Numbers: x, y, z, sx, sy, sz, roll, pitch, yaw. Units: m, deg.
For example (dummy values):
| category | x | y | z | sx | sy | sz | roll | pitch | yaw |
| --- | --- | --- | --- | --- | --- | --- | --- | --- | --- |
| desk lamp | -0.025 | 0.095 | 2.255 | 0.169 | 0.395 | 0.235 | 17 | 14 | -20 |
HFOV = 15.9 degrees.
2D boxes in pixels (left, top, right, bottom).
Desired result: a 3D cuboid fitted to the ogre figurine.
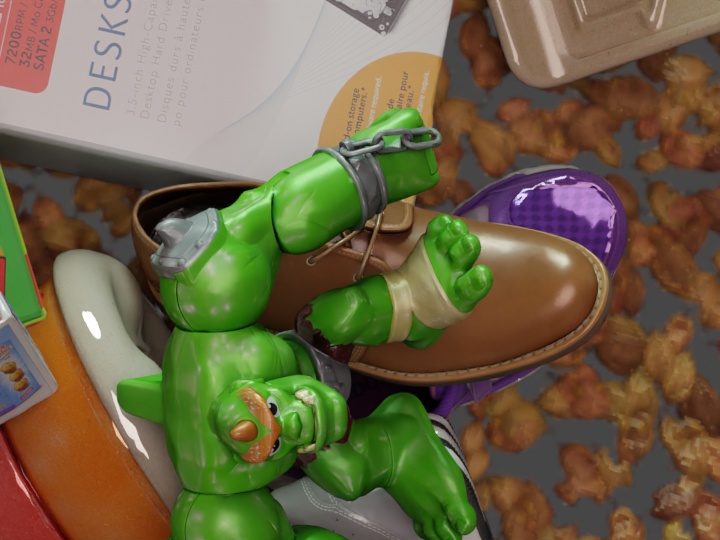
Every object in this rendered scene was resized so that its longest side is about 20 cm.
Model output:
| category | x | y | z | sx | sy | sz | roll | pitch | yaw |
| --- | --- | --- | --- | --- | --- | --- | --- | --- | --- |
| ogre figurine | -0.020 | 0.048 | 0.963 | 0.120 | 0.098 | 0.200 | -8 | 120 | -30 |

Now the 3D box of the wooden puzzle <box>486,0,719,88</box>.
| category | x | y | z | sx | sy | sz | roll | pitch | yaw |
| --- | --- | --- | --- | --- | --- | --- | --- | --- | --- |
| wooden puzzle | 0.138 | -0.194 | 1.136 | 0.200 | 0.046 | 0.185 | -18 | 87 | 9 |

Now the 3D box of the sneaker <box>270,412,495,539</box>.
| category | x | y | z | sx | sy | sz | roll | pitch | yaw |
| --- | --- | --- | --- | --- | --- | --- | --- | --- | --- |
| sneaker | 0.012 | 0.157 | 1.083 | 0.115 | 0.075 | 0.200 | -20 | 117 | 2 |

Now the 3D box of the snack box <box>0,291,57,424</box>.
| category | x | y | z | sx | sy | sz | roll | pitch | yaw |
| --- | --- | --- | --- | --- | --- | --- | --- | --- | --- |
| snack box | -0.209 | 0.073 | 0.945 | 0.200 | 0.072 | 0.024 | -31 | 64 | -6 |

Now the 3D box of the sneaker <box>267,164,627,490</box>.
| category | x | y | z | sx | sy | sz | roll | pitch | yaw |
| --- | --- | --- | --- | --- | --- | --- | --- | --- | --- |
| sneaker | 0.038 | 0.026 | 1.100 | 0.200 | 0.088 | 0.081 | -36 | 92 | -12 |

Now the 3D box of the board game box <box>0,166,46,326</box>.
| category | x | y | z | sx | sy | sz | roll | pitch | yaw |
| --- | --- | --- | --- | --- | --- | --- | --- | --- | --- |
| board game box | -0.226 | 0.001 | 0.951 | 0.200 | 0.048 | 0.102 | -20 | 100 | -27 |

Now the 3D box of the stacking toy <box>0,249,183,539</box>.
| category | x | y | z | sx | sy | sz | roll | pitch | yaw |
| --- | --- | --- | --- | --- | --- | --- | --- | --- | --- |
| stacking toy | -0.154 | 0.097 | 1.051 | 0.200 | 0.146 | 0.146 | -30 | 92 | 4 |

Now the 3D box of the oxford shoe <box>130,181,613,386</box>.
| category | x | y | z | sx | sy | sz | roll | pitch | yaw |
| --- | --- | --- | --- | --- | --- | --- | --- | --- | --- |
| oxford shoe | 0.000 | 0.000 | 1.031 | 0.200 | 0.071 | 0.071 | 4 | 65 | 16 |

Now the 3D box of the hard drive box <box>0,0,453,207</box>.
| category | x | y | z | sx | sy | sz | roll | pitch | yaw |
| --- | --- | --- | --- | --- | --- | --- | --- | --- | --- |
| hard drive box | -0.066 | -0.111 | 1.094 | 0.200 | 0.077 | 0.156 | 11 | 83 | -10 |
